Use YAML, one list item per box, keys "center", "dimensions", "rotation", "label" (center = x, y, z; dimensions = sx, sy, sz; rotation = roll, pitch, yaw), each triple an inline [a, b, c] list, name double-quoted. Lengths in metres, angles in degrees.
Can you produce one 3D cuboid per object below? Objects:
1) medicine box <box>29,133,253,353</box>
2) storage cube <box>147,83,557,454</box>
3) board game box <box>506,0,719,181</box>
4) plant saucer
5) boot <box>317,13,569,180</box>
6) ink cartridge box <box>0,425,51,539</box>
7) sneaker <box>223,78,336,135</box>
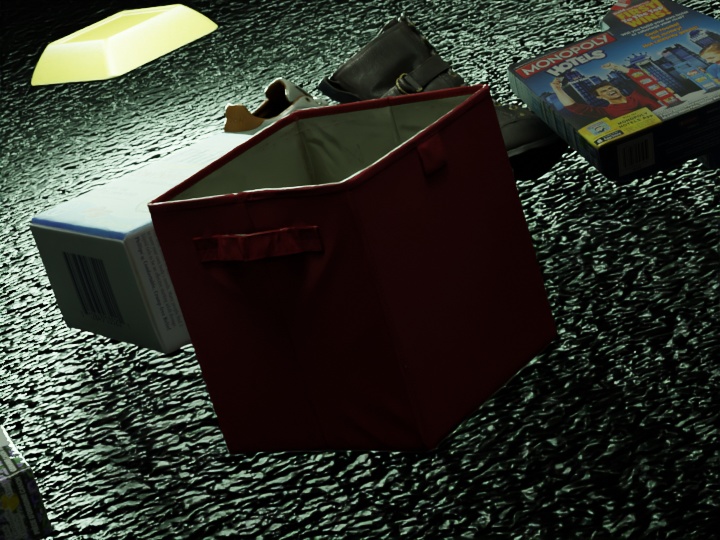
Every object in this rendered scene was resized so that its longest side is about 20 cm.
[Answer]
- center: [-0.134, -0.027, 1.805]
  dimensions: [0.199, 0.104, 0.182]
  rotation: [-28, 19, -28]
  label: "medicine box"
- center: [0.000, 0.000, 1.440]
  dimensions: [0.170, 0.181, 0.200]
  rotation: [-5, 20, 37]
  label: "storage cube"
- center: [0.228, -0.150, 1.784]
  dimensions: [0.198, 0.062, 0.200]
  rotation: [-21, 36, -15]
  label: "board game box"
- center: [-0.328, -0.312, 3.033]
  dimensions: [0.199, 0.049, 0.199]
  rotation: [-31, 20, -37]
  label: "plant saucer"
- center: [0.083, -0.144, 1.826]
  dimensions: [0.199, 0.174, 0.069]
  rotation: [-32, -15, -36]
  label: "boot"
- center: [-0.306, 0.170, 1.436]
  dimensions: [0.198, 0.051, 0.109]
  rotation: [-21, 17, -14]
  label: "ink cartridge box"
- center: [-0.039, -0.140, 2.072]
  dimensions: [0.199, 0.086, 0.073]
  rotation: [-13, 12, -36]
  label: "sneaker"
